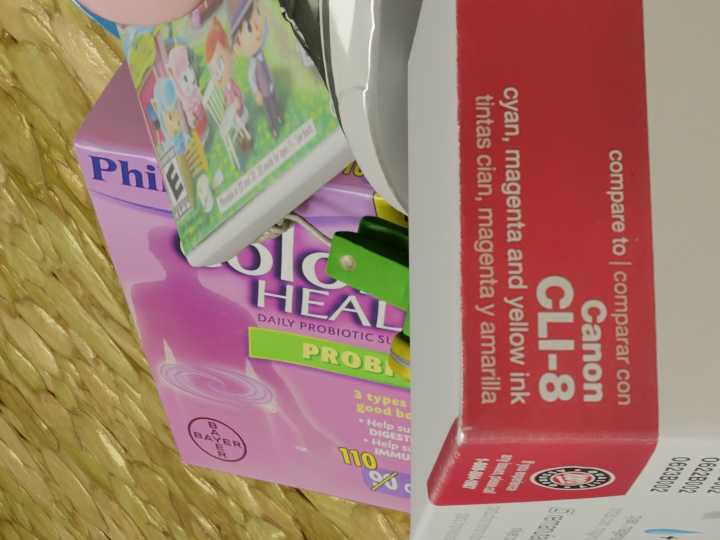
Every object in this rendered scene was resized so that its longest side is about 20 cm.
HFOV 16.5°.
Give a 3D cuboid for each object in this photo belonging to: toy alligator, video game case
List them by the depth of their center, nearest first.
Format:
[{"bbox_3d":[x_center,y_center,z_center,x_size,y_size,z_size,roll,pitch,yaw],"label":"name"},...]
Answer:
[{"bbox_3d":[-0.042,-0.116,0.861,0.200,0.022,0.182,-35,69,59],"label":"video game case"},{"bbox_3d":[0.033,0.006,0.891,0.200,0.054,0.059,27,111,40],"label":"toy alligator"}]

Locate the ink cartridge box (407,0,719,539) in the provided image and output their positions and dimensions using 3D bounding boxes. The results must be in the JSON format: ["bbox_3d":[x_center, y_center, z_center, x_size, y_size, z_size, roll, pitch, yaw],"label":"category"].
[{"bbox_3d":[0.115,-0.009,0.621,0.145,0.200,0.145,101,170,-73],"label":"ink cartridge box"}]

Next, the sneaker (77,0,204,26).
[{"bbox_3d":[-0.077,-0.125,0.763,0.200,0.075,0.105,92,176,-52],"label":"sneaker"}]

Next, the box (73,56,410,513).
[{"bbox_3d":[0.000,0.000,1.028,0.176,0.097,0.200,11,139,22],"label":"box"}]

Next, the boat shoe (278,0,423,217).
[{"bbox_3d":[0.001,-0.107,0.711,0.064,0.071,0.200,26,139,43],"label":"boat shoe"}]

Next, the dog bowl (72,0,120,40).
[{"bbox_3d":[-0.143,-0.188,1.165,0.200,0.050,0.111,45,165,-10],"label":"dog bowl"}]
